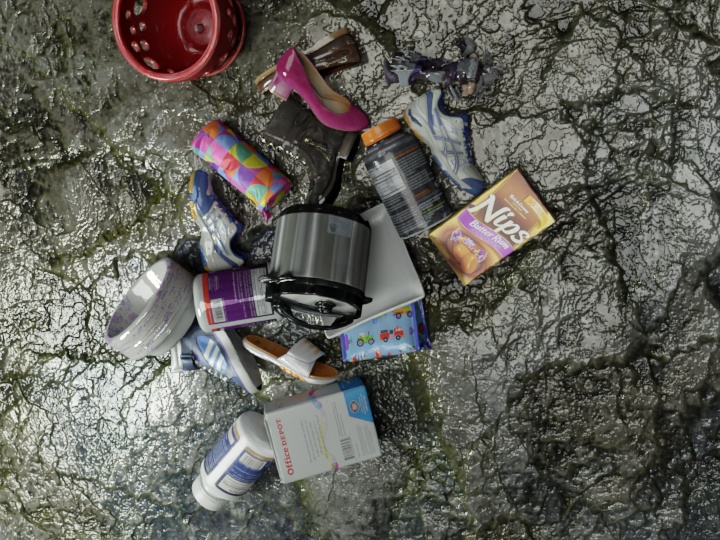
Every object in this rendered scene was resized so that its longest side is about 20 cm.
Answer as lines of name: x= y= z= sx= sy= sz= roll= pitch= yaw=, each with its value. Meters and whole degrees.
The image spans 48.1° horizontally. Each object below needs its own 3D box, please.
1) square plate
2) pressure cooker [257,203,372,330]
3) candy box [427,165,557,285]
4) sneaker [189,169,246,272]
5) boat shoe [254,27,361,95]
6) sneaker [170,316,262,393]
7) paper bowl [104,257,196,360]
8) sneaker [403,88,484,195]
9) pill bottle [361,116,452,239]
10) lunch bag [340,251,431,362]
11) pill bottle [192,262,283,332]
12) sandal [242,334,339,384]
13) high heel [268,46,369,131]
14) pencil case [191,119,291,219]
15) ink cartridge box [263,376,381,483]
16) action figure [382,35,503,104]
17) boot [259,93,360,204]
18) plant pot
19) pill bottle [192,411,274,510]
square plate: x=0.000 y=0.000 z=1.483 sx=0.197 sy=0.028 sz=0.201 roll=-24 pitch=68 yaw=12
pressure cooker: x=-0.074 y=0.002 z=1.396 sx=0.174 sy=0.179 sz=0.202 roll=1 pitch=74 yaw=17
candy box: x=0.232 y=-0.079 z=1.431 sx=0.200 sy=0.056 sz=0.117 roll=-37 pitch=90 yaw=18
sneaker: x=-0.271 y=-0.098 z=1.551 sx=0.087 sy=0.075 sz=0.202 roll=-8 pitch=109 yaw=7
boat shoe: x=-0.094 y=-0.358 z=1.446 sx=0.199 sy=0.070 sz=0.071 roll=-24 pitch=94 yaw=19
sneaker: x=-0.302 y=0.185 z=1.612 sx=0.146 sy=0.081 sz=0.201 roll=-33 pitch=88 yaw=12
paper bowl: x=-0.393 y=0.083 z=1.563 sx=0.104 sy=0.201 sz=0.200 roll=39 pitch=111 yaw=-25
sneaker: x=0.163 y=-0.226 z=1.406 sx=0.088 sy=0.075 sz=0.200 roll=-38 pitch=91 yaw=19
pill bottle: x=0.075 y=-0.166 z=1.426 sx=0.106 sy=0.106 sz=0.201 roll=-25 pitch=95 yaw=19
lunch bag: x=0.036 y=0.060 z=1.509 sx=0.149 sy=0.094 sz=0.202 roll=-11 pitch=83 yaw=18
pill bottle: x=-0.211 y=0.048 z=1.532 sx=0.198 sy=0.112 sz=0.114 roll=-9 pitch=101 yaw=-5
sandal: x=-0.134 y=0.157 z=1.569 sx=0.205 sy=0.079 sz=0.060 roll=22 pitch=110 yaw=11
high heel: x=-0.057 y=-0.316 z=1.410 sx=0.199 sy=0.068 sz=0.096 roll=26 pitch=137 yaw=-17
pencil case: x=-0.223 y=-0.192 z=1.513 sx=0.200 sy=0.088 sz=0.088 roll=43 pitch=109 yaw=4
ink cartridge box: x=-0.075 y=0.304 z=1.548 sx=0.198 sy=0.085 sz=0.146 roll=-15 pitch=99 yaw=-7
action figure: x=0.143 y=-0.339 z=1.368 sx=0.198 sy=0.131 sz=0.070 roll=6 pitch=138 yaw=17
boot: x=-0.109 y=-0.207 z=1.481 sx=0.173 sy=0.069 sz=0.201 roll=25 pitch=86 yaw=9
plant pot: x=-0.305 y=-0.435 z=1.426 sx=0.199 sy=0.182 sz=0.202 roll=3 pitch=103 yaw=15
pill bottle: x=-0.253 y=0.391 z=1.636 sx=0.111 sy=0.111 sz=0.200 roll=41 pitch=109 yaw=3
